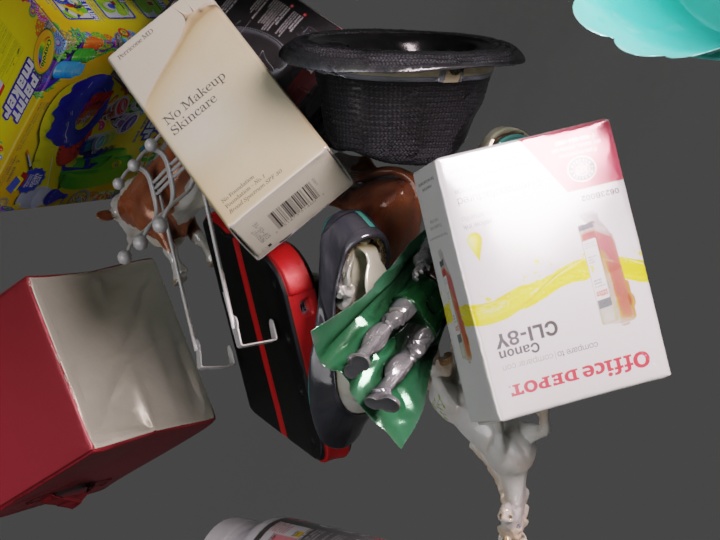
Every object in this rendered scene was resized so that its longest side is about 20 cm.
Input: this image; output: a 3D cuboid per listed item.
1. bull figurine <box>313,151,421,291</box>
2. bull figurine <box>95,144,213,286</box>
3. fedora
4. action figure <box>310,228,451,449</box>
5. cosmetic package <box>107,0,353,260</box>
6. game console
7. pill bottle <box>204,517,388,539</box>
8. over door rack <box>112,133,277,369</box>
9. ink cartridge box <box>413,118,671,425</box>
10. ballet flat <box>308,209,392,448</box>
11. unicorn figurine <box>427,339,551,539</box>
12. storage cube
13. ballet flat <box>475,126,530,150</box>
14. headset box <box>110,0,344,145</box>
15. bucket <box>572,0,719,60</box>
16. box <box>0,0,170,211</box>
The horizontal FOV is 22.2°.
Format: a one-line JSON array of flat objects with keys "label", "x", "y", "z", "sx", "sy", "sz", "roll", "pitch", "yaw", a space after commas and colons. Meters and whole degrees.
[{"label": "bull figurine", "x": 0.000, "y": 0.000, "z": 1.546, "sx": 0.121, "sy": 0.065, "sz": 0.202, "roll": 23, "pitch": 112, "yaw": 26}, {"label": "bull figurine", "x": -0.163, "y": -0.066, "z": 1.687, "sx": 0.122, "sy": 0.065, "sz": 0.200, "roll": 53, "pitch": 128, "yaw": 16}, {"label": "fedora", "x": 0.031, "y": -0.134, "z": 1.425, "sx": 0.199, "sy": 0.200, "sz": 0.093, "roll": 14, "pitch": 107, "yaw": 37}, {"label": "action figure", "x": 0.049, "y": 0.027, "z": 1.433, "sx": 0.054, "sy": 0.200, "sz": 0.119, "roll": -15, "pitch": 119, "yaw": 42}, {"label": "cosmetic package", "x": -0.105, "y": -0.120, "z": 1.463, "sx": 0.103, "sy": 0.073, "sz": 0.200, "roll": -39, "pitch": 62, "yaw": 1}, {"label": "game console", "x": -0.072, "y": 0.057, "z": 1.588, "sx": 0.177, "sy": 0.031, "sz": 0.202, "roll": 29, "pitch": 136, "yaw": 60}, {"label": "pill bottle", "x": -0.045, "y": 0.280, "z": 1.607, "sx": 0.198, "sy": 0.115, "sz": 0.117, "roll": 7, "pitch": 101, "yaw": 39}, {"label": "over door rack", "x": -0.155, "y": -0.009, "z": 1.579, "sx": 0.202, "sy": 0.066, "sz": 0.148, "roll": 66, "pitch": 158, "yaw": 2}, {"label": "ink cartridge box", "x": 0.136, "y": 0.003, "z": 1.385, "sx": 0.083, "sy": 0.144, "sz": 0.202, "roll": 158, "pitch": 98, "yaw": -78}, {"label": "ballet flat", "x": -0.003, "y": 0.053, "z": 1.469, "sx": 0.073, "sy": 0.073, "sz": 0.203, "roll": 12, "pitch": 106, "yaw": 38}, {"label": "unicorn figurine", "x": 0.104, "y": 0.130, "z": 1.486, "sx": 0.138, "sy": 0.073, "sz": 0.201, "roll": 94, "pitch": 156, "yaw": -49}, {"label": "storage cube", "x": -0.275, "y": 0.112, "z": 1.738, "sx": 0.179, "sy": 0.170, "sz": 0.202, "roll": -32, "pitch": 76, "yaw": 37}, {"label": "ballet flat", "x": 0.130, "y": -0.014, "z": 1.462, "sx": 0.062, "sy": 0.067, "sz": 0.203, "roll": 166, "pitch": 97, "yaw": -69}, {"label": "headset box", "x": -0.091, "y": -0.161, "z": 1.561, "sx": 0.199, "sy": 0.077, "sz": 0.149, "roll": 36, "pitch": 85, "yaw": 29}, {"label": "bucket", "x": 0.246, "y": -0.244, "z": 1.270, "sx": 0.206, "sy": 0.134, "sz": 0.210, "roll": 7, "pitch": 101, "yaw": 40}, {"label": "box", "x": -0.266, "y": -0.173, "z": 1.672, "sx": 0.122, "sy": 0.192, "sz": 0.201, "roll": 49, "pitch": 124, "yaw": 23}]
